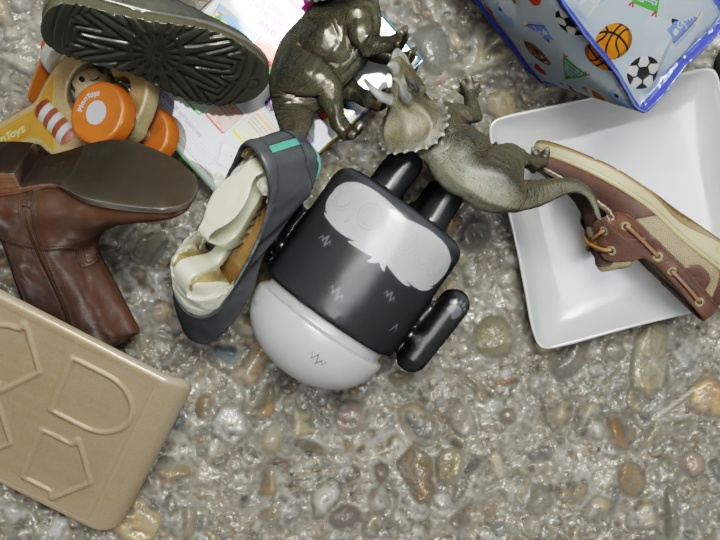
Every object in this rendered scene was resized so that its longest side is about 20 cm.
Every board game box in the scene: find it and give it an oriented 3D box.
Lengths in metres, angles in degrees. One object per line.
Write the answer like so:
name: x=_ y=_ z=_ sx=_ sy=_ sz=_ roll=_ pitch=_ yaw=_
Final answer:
board game box: x=-0.072 y=-0.160 z=0.842 sx=0.200 sy=0.040 sz=0.153 roll=-41 pitch=95 yaw=1

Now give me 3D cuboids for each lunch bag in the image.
lunch bag: x=0.149 y=-0.233 z=0.759 sx=0.200 sy=0.170 sz=0.124 roll=42 pitch=89 yaw=-24

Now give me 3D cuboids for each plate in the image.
plate: x=0.221 y=-0.052 z=0.871 sx=0.199 sy=0.032 sz=0.200 roll=-14 pitch=96 yaw=-2

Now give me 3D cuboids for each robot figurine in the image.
robot figurine: x=-0.001 y=-0.001 z=0.820 sx=0.150 sy=0.125 sz=0.200 roll=36 pitch=92 yaw=32

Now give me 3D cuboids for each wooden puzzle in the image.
wooden puzzle: x=-0.253 y=0.105 z=0.825 sx=0.200 sy=0.046 sz=0.185 roll=25 pitch=122 yaw=-9

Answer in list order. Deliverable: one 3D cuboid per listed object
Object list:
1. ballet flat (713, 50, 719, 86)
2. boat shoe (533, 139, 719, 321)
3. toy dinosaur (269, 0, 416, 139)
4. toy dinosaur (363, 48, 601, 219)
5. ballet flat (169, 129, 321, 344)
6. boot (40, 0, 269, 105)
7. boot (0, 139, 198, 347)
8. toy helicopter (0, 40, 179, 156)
ballet flat: x=0.381 y=-0.216 z=0.848 sx=0.068 sy=0.068 sz=0.200 roll=45 pitch=91 yaw=-5
boat shoe: x=0.212 y=-0.030 z=0.823 sx=0.200 sy=0.072 sz=0.072 roll=33 pitch=96 yaw=-7
toy dinosaur: x=-0.024 y=-0.162 z=0.791 sx=0.102 sy=0.077 sz=0.200 roll=31 pitch=103 yaw=12
toy dinosaur: x=0.085 y=-0.082 z=0.767 sx=0.200 sy=0.102 sz=0.077 roll=42 pitch=132 yaw=-5
ballet flat: x=-0.103 y=-0.021 z=0.760 sx=0.073 sy=0.073 sz=0.200 roll=33 pitch=118 yaw=-5
boot: x=-0.153 y=-0.231 z=0.783 sx=0.181 sy=0.200 sz=0.073 roll=19 pitch=134 yaw=-25
boot: x=-0.191 y=-0.002 z=0.778 sx=0.186 sy=0.064 sz=0.200 roll=10 pitch=135 yaw=17
toy helicopter: x=-0.246 y=-0.125 z=0.802 sx=0.200 sy=0.079 sz=0.133 roll=-21 pitch=76 yaw=18
